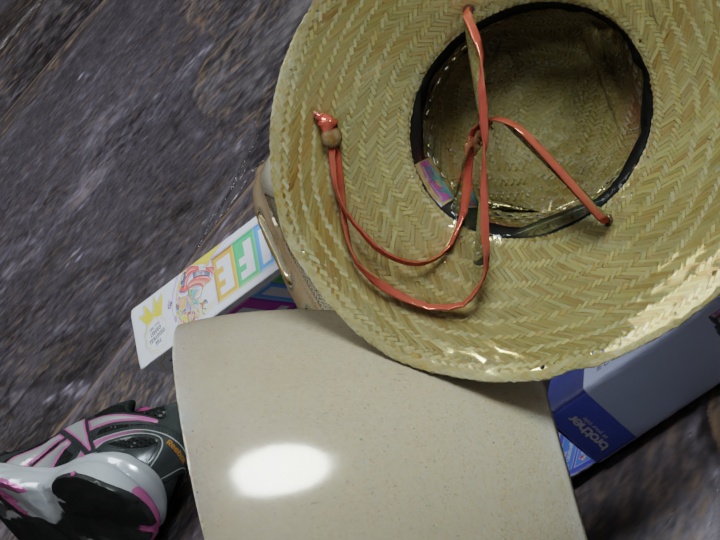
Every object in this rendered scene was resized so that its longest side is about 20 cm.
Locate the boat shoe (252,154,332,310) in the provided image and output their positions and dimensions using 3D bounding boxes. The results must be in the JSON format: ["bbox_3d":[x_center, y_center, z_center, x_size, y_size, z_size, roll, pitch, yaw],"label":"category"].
[{"bbox_3d":[0.015,0.028,1.318,0.071,0.201,0.065,-15,-19,-34],"label":"boat shoe"}]

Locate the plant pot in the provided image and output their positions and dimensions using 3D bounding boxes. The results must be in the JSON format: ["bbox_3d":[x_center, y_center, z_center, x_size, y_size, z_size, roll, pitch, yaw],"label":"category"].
[{"bbox_3d":[0.019,0.101,1.168,0.134,0.201,0.201,-15,24,4],"label":"plant pot"}]

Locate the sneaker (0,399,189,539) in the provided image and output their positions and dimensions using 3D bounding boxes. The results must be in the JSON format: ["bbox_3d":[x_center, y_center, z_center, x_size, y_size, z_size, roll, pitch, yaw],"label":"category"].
[{"bbox_3d":[-0.146,0.117,1.697,0.086,0.080,0.200,-47,22,-27],"label":"sneaker"}]

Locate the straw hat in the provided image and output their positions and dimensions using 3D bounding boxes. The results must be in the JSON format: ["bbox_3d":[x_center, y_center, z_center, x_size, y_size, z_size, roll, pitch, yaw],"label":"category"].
[{"bbox_3d":[0.066,-0.059,1.137,0.201,0.201,0.085,-47,-3,13],"label":"straw hat"}]

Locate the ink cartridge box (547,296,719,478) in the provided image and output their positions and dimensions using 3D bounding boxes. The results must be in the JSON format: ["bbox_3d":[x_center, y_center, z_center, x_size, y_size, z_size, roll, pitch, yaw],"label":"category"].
[{"bbox_3d":[0.142,0.002,1.253,0.200,0.042,0.120,-40,21,36],"label":"ink cartridge box"}]

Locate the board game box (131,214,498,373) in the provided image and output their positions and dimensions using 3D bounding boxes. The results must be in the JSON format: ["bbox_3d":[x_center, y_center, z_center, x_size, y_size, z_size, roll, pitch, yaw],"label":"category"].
[{"bbox_3d":[0.000,0.000,1.450,0.200,0.134,0.034,-35,57,42],"label":"board game box"}]
